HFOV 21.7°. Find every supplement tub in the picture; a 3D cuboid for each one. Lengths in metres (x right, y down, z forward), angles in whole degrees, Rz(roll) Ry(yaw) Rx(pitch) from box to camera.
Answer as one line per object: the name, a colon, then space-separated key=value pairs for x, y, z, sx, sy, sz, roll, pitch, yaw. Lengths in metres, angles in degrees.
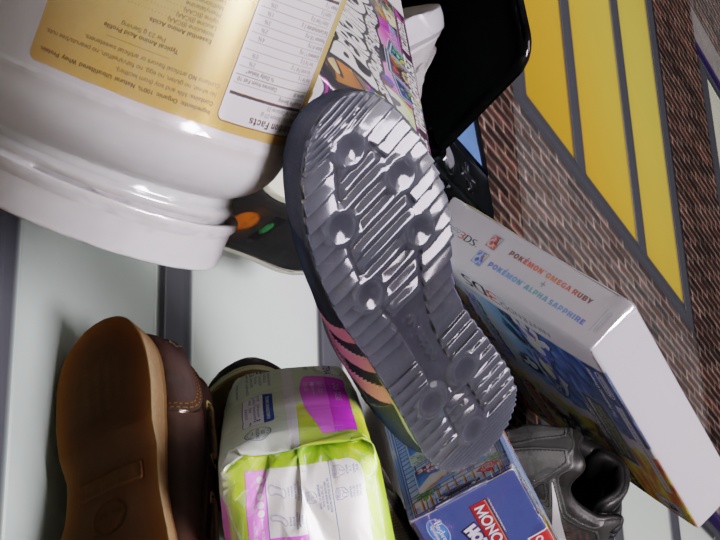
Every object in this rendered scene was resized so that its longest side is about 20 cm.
supplement tub: x=-0.077 y=-0.116 z=0.734 sx=0.144 sy=0.144 sz=0.202 roll=2 pitch=112 yaw=-67

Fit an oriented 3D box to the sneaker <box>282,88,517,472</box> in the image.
sneaker: x=0.000 y=0.000 z=0.785 sx=0.082 sy=0.070 sz=0.201 roll=35 pitch=-26 yaw=45

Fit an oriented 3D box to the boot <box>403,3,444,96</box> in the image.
boot: x=0.004 y=-0.093 z=1.124 sx=0.200 sy=0.073 sz=0.096 roll=-42 pitch=121 yaw=-56

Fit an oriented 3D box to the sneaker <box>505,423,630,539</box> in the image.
sneaker: x=0.140 y=0.165 z=1.232 sx=0.201 sy=0.097 sz=0.071 roll=55 pitch=28 yaw=-43

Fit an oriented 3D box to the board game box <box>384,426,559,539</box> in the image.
board game box: x=0.074 y=0.143 z=1.038 sx=0.201 sy=0.061 sz=0.200 roll=61 pitch=4 yaw=-28

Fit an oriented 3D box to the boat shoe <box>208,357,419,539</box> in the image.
boat shoe: x=-0.021 y=0.116 z=0.930 sx=0.201 sy=0.073 sz=0.065 roll=60 pitch=6 yaw=-30

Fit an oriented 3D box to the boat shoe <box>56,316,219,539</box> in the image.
boat shoe: x=-0.085 y=0.116 z=0.760 sx=0.070 sy=0.070 sz=0.202 roll=44 pitch=37 yaw=-45

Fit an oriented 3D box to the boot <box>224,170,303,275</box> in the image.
boot: x=-0.082 y=-0.090 z=0.920 sx=0.200 sy=0.072 sz=0.145 roll=26 pitch=40 yaw=-55

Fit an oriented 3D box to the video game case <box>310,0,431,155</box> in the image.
video game case: x=-0.042 y=-0.140 z=0.949 sx=0.181 sy=0.036 sz=0.201 roll=39 pitch=23 yaw=-26

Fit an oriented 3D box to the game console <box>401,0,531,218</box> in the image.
game console: x=0.078 y=-0.161 z=1.246 sx=0.176 sy=0.115 sz=0.202 roll=41 pitch=35 yaw=-53

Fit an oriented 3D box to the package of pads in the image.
package of pads: x=-0.017 y=0.153 z=0.798 sx=0.155 sy=0.067 sz=0.202 roll=-117 pitch=-160 yaw=-82

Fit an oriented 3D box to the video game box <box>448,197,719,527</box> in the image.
video game box: x=0.141 y=0.060 z=1.228 sx=0.182 sy=0.047 sz=0.200 roll=38 pitch=-13 yaw=49
